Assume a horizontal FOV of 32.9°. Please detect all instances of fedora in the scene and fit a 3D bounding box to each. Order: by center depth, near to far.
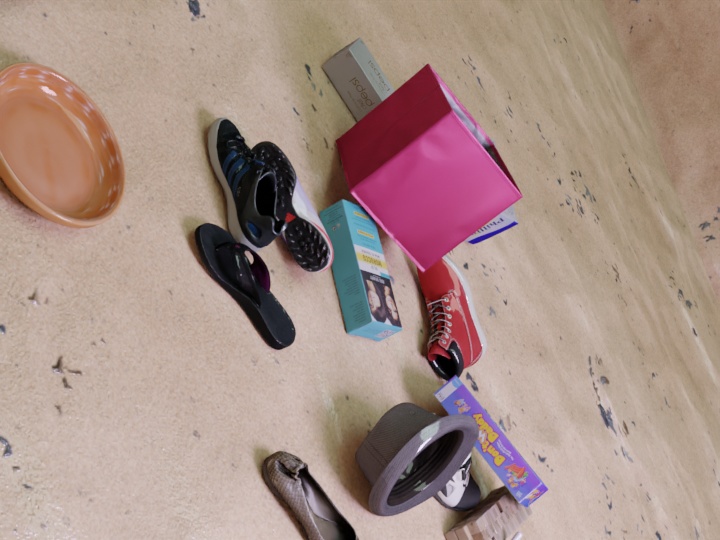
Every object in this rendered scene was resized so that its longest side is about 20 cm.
[{"bbox_3d":[0.063,0.241,1.648,0.090,0.178,0.199,42,27,25],"label":"fedora"}]

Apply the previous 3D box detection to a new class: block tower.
[{"bbox_3d":[0.197,0.377,1.828,0.200,0.054,0.058,-23,87,-61],"label":"block tower"}]

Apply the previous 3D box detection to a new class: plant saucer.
[{"bbox_3d":[-0.348,-0.136,1.373,0.200,0.037,0.202,39,37,-38],"label":"plant saucer"}]

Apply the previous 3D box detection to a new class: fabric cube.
[{"bbox_3d":[0.103,-0.162,1.917,0.196,0.199,0.201,45,15,-28],"label":"fabric cube"}]

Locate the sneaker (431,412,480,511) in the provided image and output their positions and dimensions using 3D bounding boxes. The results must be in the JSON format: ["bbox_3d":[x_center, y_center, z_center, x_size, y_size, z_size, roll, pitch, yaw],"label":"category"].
[{"bbox_3d":[0.132,0.278,1.770,0.200,0.088,0.075,45,32,-32],"label":"sneaker"}]

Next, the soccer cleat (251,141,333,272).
[{"bbox_3d":[-0.099,-0.088,1.729,0.202,0.068,0.073,61,5,4],"label":"soccer cleat"}]

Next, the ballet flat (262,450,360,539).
[{"bbox_3d":[-0.047,0.300,1.499,0.201,0.046,0.068,55,30,-14],"label":"ballet flat"}]

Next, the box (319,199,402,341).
[{"bbox_3d":[0.000,0.000,1.818,0.082,0.049,0.202,17,52,-52],"label":"box"}]

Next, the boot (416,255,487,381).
[{"bbox_3d":[0.128,0.071,1.953,0.144,0.072,0.202,-29,95,-60],"label":"boot"}]

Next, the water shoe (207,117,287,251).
[{"bbox_3d":[-0.146,-0.125,1.651,0.071,0.078,0.202,11,57,-55],"label":"water shoe"}]

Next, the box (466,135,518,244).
[{"bbox_3d":[0.172,-0.166,2.179,0.199,0.104,0.186,22,49,-50],"label":"box"}]

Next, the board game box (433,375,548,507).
[{"bbox_3d":[0.196,0.257,1.821,0.201,0.045,0.134,51,1,19],"label":"board game box"}]

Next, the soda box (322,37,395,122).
[{"bbox_3d":[0.021,-0.288,2.075,0.201,0.063,0.068,55,30,-12],"label":"soda box"}]

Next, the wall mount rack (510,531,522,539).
[{"bbox_3d":[0.223,0.489,1.753,0.200,0.074,0.175,50,34,-25],"label":"wall mount rack"}]

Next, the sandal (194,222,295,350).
[{"bbox_3d":[-0.139,0.012,1.582,0.201,0.048,0.076,53,31,-20],"label":"sandal"}]
